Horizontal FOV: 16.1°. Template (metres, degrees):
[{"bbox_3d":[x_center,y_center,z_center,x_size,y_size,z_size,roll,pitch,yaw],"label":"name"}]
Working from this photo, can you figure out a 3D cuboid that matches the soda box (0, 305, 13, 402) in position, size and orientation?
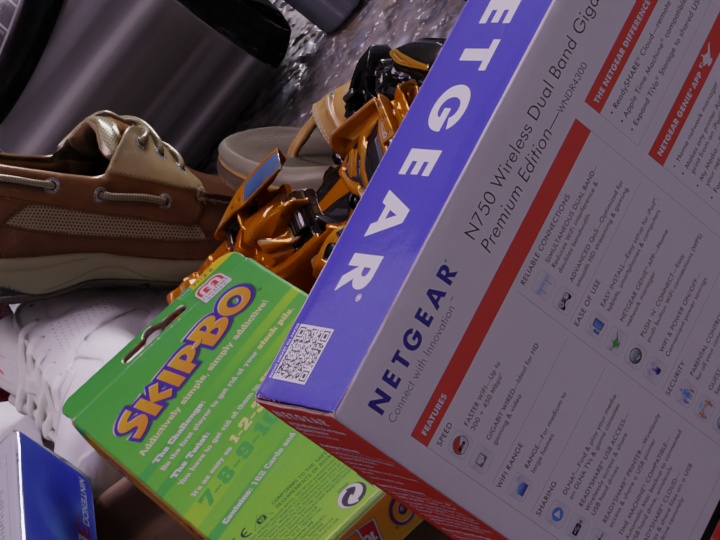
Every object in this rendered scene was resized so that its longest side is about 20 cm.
[{"bbox_3d":[-0.236,0.051,1.243,0.070,0.200,0.064,-44,70,17],"label":"soda box"}]

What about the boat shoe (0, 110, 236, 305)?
[{"bbox_3d":[-0.109,-0.032,1.141,0.075,0.199,0.074,17,110,52],"label":"boat shoe"}]

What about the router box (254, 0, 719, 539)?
[{"bbox_3d":[0.087,0.001,0.819,0.049,0.179,0.201,7,64,57],"label":"router box"}]

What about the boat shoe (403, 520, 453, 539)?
[{"bbox_3d":[0.051,0.083,0.908,0.072,0.065,0.201,11,87,51],"label":"boat shoe"}]

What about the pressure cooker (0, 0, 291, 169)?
[{"bbox_3d":[-0.153,-0.097,1.299,0.200,0.178,0.176,-49,9,9],"label":"pressure cooker"}]

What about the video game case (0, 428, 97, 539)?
[{"bbox_3d":[-0.167,0.185,0.951,0.181,0.045,0.200,-43,30,18],"label":"video game case"}]

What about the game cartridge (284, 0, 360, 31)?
[{"bbox_3d":[-0.007,-0.236,1.265,0.201,0.133,0.040,-55,21,0],"label":"game cartridge"}]

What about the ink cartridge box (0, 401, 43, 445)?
[{"bbox_3d":[-0.218,0.142,1.118,0.200,0.125,0.129,-49,28,10],"label":"ink cartridge box"}]

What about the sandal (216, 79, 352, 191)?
[{"bbox_3d":[0.013,-0.055,1.087,0.199,0.080,0.054,8,104,54],"label":"sandal"}]

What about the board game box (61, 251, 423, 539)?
[{"bbox_3d":[-0.035,0.054,0.923,0.095,0.030,0.200,-43,33,-11],"label":"board game box"}]

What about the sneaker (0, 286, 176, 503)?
[{"bbox_3d":[-0.121,0.053,1.110,0.200,0.099,0.079,-77,-6,-74],"label":"sneaker"}]

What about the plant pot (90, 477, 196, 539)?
[{"bbox_3d":[-0.067,0.175,0.954,0.201,0.093,0.202,-38,32,28],"label":"plant pot"}]

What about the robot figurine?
[{"bbox_3d":[0.000,0.000,1.008,0.200,0.058,0.146,-45,61,47],"label":"robot figurine"}]
